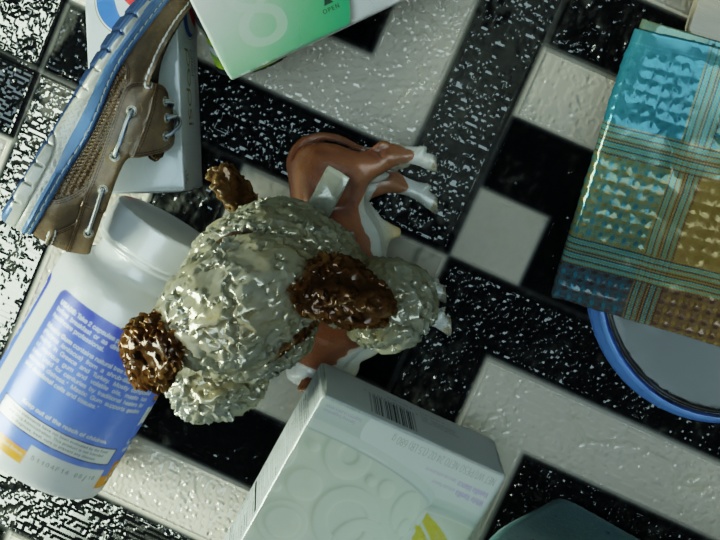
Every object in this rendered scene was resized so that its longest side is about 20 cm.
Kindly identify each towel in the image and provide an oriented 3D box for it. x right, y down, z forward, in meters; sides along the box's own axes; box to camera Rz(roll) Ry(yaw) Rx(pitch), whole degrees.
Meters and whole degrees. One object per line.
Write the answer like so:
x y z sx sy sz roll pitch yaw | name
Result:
0.225 -0.055 0.915 0.146 0.022 0.200 17 108 4 | towel

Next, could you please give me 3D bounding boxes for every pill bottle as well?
-0.185 0.052 0.971 0.112 0.112 0.200 33 98 1 | pill bottle

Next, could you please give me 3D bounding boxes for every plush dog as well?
-0.064 0.013 0.856 0.200 0.172 0.161 -22 99 8 | plush dog

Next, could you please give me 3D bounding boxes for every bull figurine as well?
0.000 0.000 0.973 0.121 0.065 0.200 -5 98 1 | bull figurine

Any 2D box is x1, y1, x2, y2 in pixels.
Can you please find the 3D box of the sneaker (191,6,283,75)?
-0.031 -0.212 0.934 0.200 0.074 0.081 -31 131 6 | sneaker

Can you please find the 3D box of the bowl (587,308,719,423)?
0.261 0.011 0.961 0.200 0.039 0.201 0 96 5 | bowl

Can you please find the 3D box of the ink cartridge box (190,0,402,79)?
-0.054 -0.245 0.864 0.161 0.050 0.200 -25 115 3 | ink cartridge box

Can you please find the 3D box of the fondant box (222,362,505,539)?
-0.009 0.185 0.965 0.144 0.058 0.200 25 108 -12 | fondant box

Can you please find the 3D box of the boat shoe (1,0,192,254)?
-0.160 -0.103 0.916 0.072 0.072 0.200 32 95 -16 | boat shoe

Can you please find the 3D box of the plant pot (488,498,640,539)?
0.133 0.283 0.887 0.196 0.200 0.196 26 99 31 | plant pot

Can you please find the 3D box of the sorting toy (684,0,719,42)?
0.341 -0.224 0.915 0.200 0.070 0.199 17 97 3 | sorting toy

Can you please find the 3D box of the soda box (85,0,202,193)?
-0.154 -0.156 0.971 0.068 0.064 0.200 -1 96 5 | soda box
